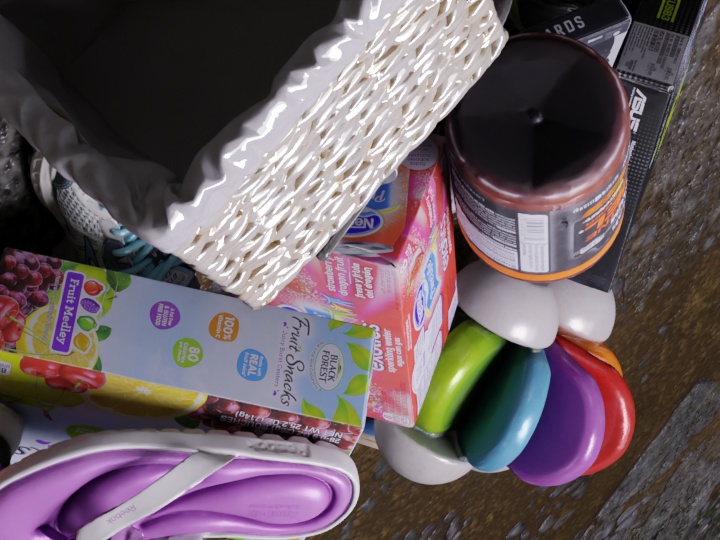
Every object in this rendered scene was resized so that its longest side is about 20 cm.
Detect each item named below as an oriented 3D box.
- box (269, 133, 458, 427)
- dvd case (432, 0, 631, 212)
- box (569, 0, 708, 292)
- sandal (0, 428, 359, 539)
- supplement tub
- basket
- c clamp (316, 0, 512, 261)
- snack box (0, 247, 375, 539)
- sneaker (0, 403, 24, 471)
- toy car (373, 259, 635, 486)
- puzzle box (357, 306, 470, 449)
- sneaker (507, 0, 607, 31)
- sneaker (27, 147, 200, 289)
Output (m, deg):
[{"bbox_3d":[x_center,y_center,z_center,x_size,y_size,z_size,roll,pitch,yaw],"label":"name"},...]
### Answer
[{"bbox_3d":[0.000,0.000,1.365,0.200,0.095,0.100,82,25,-58],"label":"box"},{"bbox_3d":[0.084,-0.093,1.396,0.150,0.025,0.200,-23,162,-14],"label":"dvd case"},{"bbox_3d":[0.193,-0.120,1.504,0.194,0.047,0.200,97,13,-46],"label":"box"},{"bbox_3d":[-0.095,0.119,1.102,0.202,0.050,0.083,-6,130,-14],"label":"sandal"},{"bbox_3d":[0.106,-0.057,1.316,0.107,0.107,0.200,-45,164,-9],"label":"supplement tub"},{"bbox_3d":[-0.068,-0.117,1.014,0.200,0.198,0.161,-48,157,-3],"label":"basket"},{"bbox_3d":[0.030,-0.123,1.244,0.171,0.027,0.200,-46,-158,36],"label":"c clamp"},{"bbox_3d":[-0.108,0.074,1.189,0.169,0.199,0.068,117,-15,-58],"label":"snack box"},{"bbox_3d":[-0.234,0.148,1.179,0.200,0.069,0.100,120,-18,-55],"label":"sneaker"},{"bbox_3d":[0.120,0.090,1.594,0.200,0.150,0.175,-2,128,-57],"label":"toy car"},{"bbox_3d":[0.026,0.067,1.616,0.133,0.025,0.200,-53,154,6],"label":"puzzle box"},{"bbox_3d":[0.133,-0.183,1.375,0.074,0.081,0.200,-46,155,-5],"label":"sneaker"},{"bbox_3d":[-0.120,-0.021,1.190,0.078,0.086,0.200,-37,153,-25],"label":"sneaker"}]
